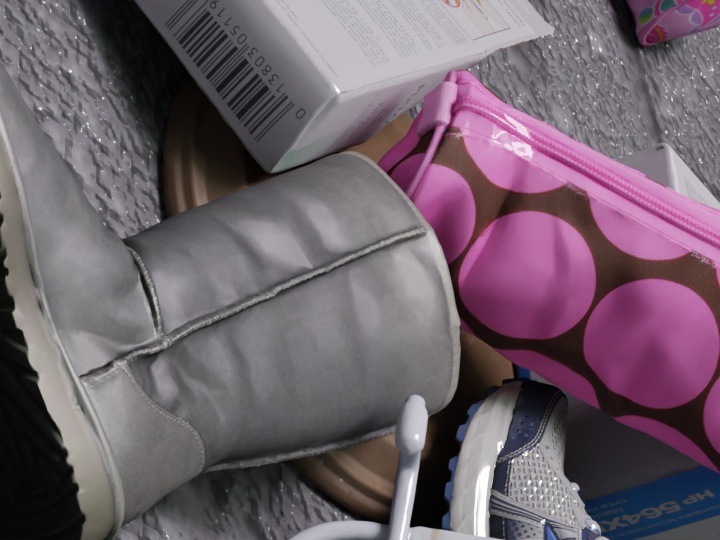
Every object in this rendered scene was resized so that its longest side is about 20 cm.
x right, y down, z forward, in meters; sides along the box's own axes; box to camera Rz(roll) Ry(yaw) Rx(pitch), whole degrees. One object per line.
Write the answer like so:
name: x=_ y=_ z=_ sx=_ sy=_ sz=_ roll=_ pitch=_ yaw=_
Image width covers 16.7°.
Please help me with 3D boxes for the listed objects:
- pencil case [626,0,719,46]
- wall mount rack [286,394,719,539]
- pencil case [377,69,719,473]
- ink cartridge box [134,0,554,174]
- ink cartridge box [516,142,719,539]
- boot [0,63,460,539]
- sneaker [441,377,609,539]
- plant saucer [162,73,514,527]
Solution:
pencil case: x=0.153 y=-0.220 z=1.303 sx=0.087 sy=0.087 sz=0.201 roll=-6 pitch=71 yaw=-59
wall mount rack: x=0.059 y=0.130 z=0.775 sx=0.075 sy=0.199 sz=0.175 roll=94 pitch=5 yaw=-56
pencil case: x=0.097 y=0.001 z=0.887 sx=0.199 sy=0.094 sz=0.091 roll=26 pitch=59 yaw=1
ink cartridge box: x=-0.025 y=-0.127 z=0.949 sx=0.161 sy=0.050 sz=0.200 roll=52 pitch=26 yaw=8
ink cartridge box: x=0.144 y=0.061 z=1.038 sx=0.200 sy=0.084 sz=0.147 roll=41 pitch=36 yaw=-50
boot: x=-0.056 y=-0.011 z=0.783 sx=0.200 sy=0.072 sz=0.183 roll=-24 pitch=101 yaw=-45
sneaker: x=0.070 y=0.126 z=0.871 sx=0.077 sy=0.085 sz=0.201 roll=82 pitch=13 yaw=-50
plant saucer: x=0.000 y=0.000 z=0.939 sx=0.200 sy=0.029 sz=0.201 roll=37 pitch=39 yaw=-38
